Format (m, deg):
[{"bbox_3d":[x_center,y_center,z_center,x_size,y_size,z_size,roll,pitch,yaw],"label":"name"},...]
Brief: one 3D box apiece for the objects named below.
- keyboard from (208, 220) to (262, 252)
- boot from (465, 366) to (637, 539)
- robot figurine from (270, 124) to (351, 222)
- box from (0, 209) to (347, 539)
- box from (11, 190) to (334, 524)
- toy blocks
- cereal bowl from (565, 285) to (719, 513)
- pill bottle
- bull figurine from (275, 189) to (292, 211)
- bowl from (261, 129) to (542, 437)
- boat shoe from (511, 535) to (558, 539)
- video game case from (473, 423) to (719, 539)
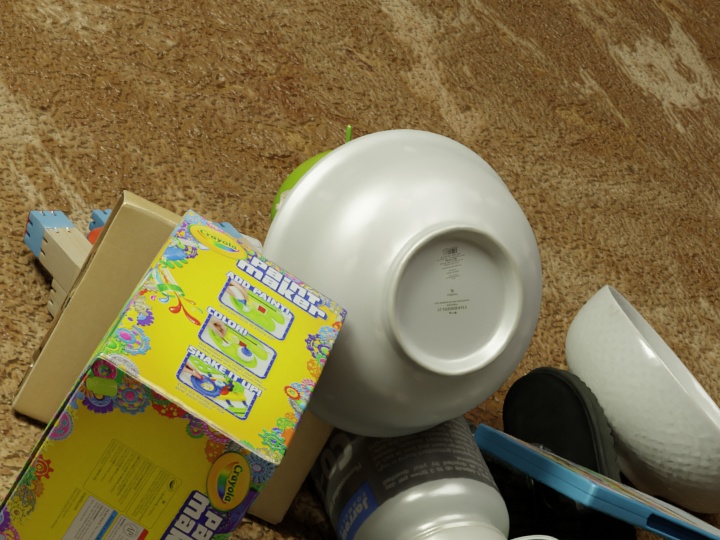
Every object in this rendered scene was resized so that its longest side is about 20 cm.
[{"bbox_3d":[-0.073,0.035,1.849,0.056,0.011,0.200,15,34,-32],"label":"keyboard"},{"bbox_3d":[0.108,0.136,1.812,0.157,0.080,0.212,17,33,-29],"label":"boot"},{"bbox_3d":[0.000,0.000,1.831,0.115,0.175,0.201,-5,71,-32],"label":"robot figurine"},{"bbox_3d":[-0.124,0.106,1.487,0.122,0.200,0.193,32,29,-5],"label":"box"},{"bbox_3d":[-0.103,0.058,1.622,0.199,0.164,0.021,25,16,-17],"label":"box"},{"bbox_3d":[-0.146,0.004,1.747,0.199,0.100,0.137,-2,30,-34],"label":"toy blocks"},{"bbox_3d":[0.225,0.112,1.938,0.200,0.083,0.200,50,8,-10],"label":"cereal bowl"},{"bbox_3d":[0.033,0.152,1.673,0.113,0.114,0.200,14,34,-33],"label":"pill bottle"},{"bbox_3d":[-0.046,0.014,1.684,0.199,0.122,0.065,-28,29,-26],"label":"bull figurine"},{"bbox_3d":[0.042,0.014,1.582,0.200,0.202,0.090,18,-1,-28],"label":"bowl"},{"bbox_3d":[0.049,0.221,1.528,0.199,0.057,0.069,-28,68,-13],"label":"boat shoe"},{"bbox_3d":[0.188,0.163,1.708,0.199,0.018,0.143,25,1,-33],"label":"video game case"}]
